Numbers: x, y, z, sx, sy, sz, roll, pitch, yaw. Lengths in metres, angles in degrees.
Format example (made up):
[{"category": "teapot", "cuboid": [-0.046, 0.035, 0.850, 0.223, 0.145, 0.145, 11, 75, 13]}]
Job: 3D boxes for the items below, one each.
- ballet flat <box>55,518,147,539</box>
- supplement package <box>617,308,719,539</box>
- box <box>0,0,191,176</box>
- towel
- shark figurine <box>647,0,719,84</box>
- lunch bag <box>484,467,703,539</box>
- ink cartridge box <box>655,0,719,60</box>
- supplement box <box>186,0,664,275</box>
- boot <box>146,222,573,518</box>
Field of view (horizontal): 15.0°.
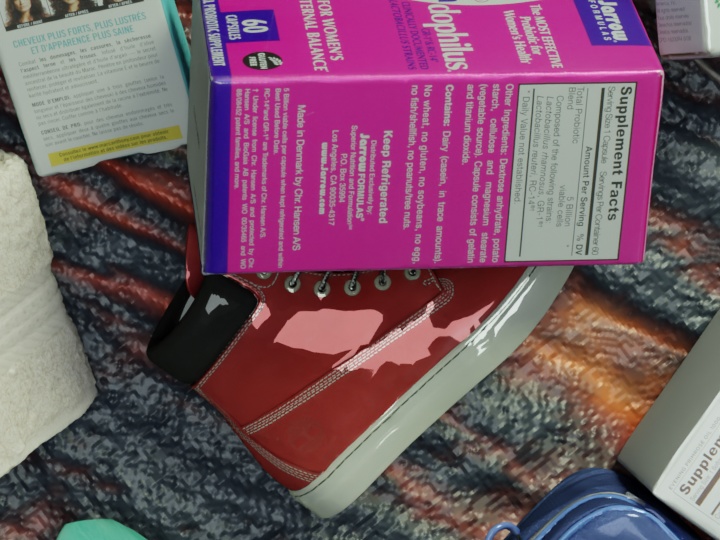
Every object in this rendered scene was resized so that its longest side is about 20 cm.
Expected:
[{"category": "ballet flat", "cuboid": [-0.076, 0.201, 1.302, 0.067, 0.070, 0.201, -33, 100, -37]}, {"category": "supplement package", "cuboid": [0.237, 0.109, 1.294, 0.199, 0.114, 0.110, 35, 91, -4]}, {"category": "box", "cuboid": [-0.133, -0.142, 1.233, 0.082, 0.049, 0.201, -12, 127, 2]}, {"category": "towel", "cuboid": [-0.200, 0.042, 1.230, 0.034, 0.200, 0.133, 3, 118, 38]}, {"category": "shark figurine", "cuboid": [0.152, -0.203, 1.277, 0.127, 0.090, 0.216, 17, 92, -3]}, {"category": "lunch bag", "cuboid": [0.130, 0.189, 1.285, 0.200, 0.132, 0.136, 41, 92, -6]}, {"category": "ink cartridge box", "cuboid": [0.210, -0.203, 1.252, 0.195, 0.043, 0.202, -8, 96, -37]}, {"category": "supplement box", "cuboid": [0.026, -0.066, 1.220, 0.198, 0.101, 0.104, -1, 121, -8]}, {"category": "boot", "cuboid": [0.000, 0.000, 1.285, 0.200, 0.072, 0.144, -45, 104, 4]}]
